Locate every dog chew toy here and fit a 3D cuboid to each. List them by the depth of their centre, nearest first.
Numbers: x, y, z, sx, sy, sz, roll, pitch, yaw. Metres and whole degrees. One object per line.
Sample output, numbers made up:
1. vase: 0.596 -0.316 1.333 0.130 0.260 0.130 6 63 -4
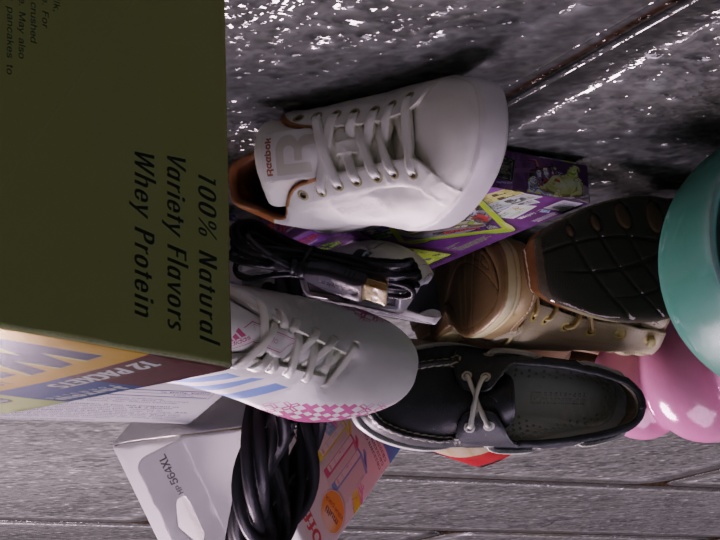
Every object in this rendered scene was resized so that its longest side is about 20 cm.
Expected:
1. dog chew toy: 0.253 0.065 1.472 0.199 0.125 0.124 -18 160 29

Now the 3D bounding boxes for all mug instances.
1. mug: 0.257 -0.006 1.150 0.184 0.153 0.114 1 169 -14

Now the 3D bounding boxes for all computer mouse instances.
1. computer mouse: 0.000 0.000 1.228 0.109 0.044 0.200 9 177 15

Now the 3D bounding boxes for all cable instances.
1. cable: -0.047 0.093 1.294 0.050 0.202 0.163 9 173 2

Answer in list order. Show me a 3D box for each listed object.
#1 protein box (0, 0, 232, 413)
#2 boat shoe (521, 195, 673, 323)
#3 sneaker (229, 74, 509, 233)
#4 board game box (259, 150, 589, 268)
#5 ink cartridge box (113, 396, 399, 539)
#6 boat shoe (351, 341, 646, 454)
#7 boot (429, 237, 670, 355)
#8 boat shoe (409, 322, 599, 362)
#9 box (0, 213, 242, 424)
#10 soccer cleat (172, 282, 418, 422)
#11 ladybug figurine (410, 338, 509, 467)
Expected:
1. protein box: -0.163 -0.063 0.750 0.134 0.200 0.199 -12 163 38
2. boat shoe: 0.188 -0.009 1.263 0.199 0.076 0.074 -6 179 -22
3. sneaker: -0.003 -0.054 1.077 0.084 0.073 0.200 4 167 -32
4. board game box: 0.033 -0.035 1.259 0.119 0.033 0.200 3 166 -31
5. ink cartridge box: -0.074 0.132 1.513 0.125 0.129 0.200 -11 -155 32
6. boat shoe: 0.093 0.084 1.376 0.198 0.076 0.060 -3 180 -18
7. boot: 0.135 0.019 1.383 0.154 0.073 0.200 4 170 -8
8. boat shoe: 0.136 0.051 1.549 0.198 0.065 0.071 -1 166 -3
9. box: -0.182 0.032 1.339 0.182 0.106 0.200 2 166 -16
10. soccer cleat: -0.055 0.044 1.168 0.198 0.070 0.086 10 170 -16
11. ladybug figurine: 0.067 0.099 1.502 0.135 0.072 0.200 18 176 7
